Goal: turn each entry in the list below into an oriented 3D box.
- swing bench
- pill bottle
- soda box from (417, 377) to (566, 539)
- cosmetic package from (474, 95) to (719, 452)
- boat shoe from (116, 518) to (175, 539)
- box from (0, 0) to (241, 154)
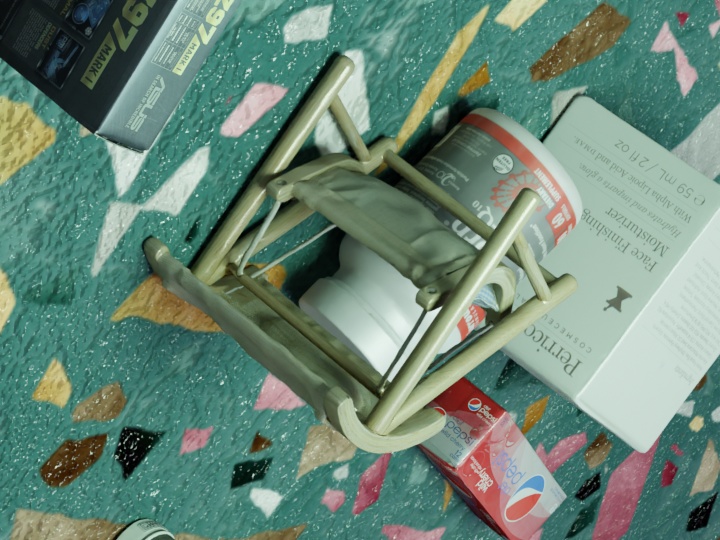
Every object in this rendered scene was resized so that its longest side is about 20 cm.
[{"bbox_3d":[0.000,0.000,1.542,0.200,0.199,0.130,-45,147,-9],"label":"swing bench"},{"bbox_3d":[0.057,-0.013,1.678,0.200,0.116,0.116,-45,147,-11],"label":"pill bottle"},{"bbox_3d":[0.110,0.165,1.968,0.070,0.063,0.200,-48,148,-6],"label":"soda box"},{"bbox_3d":[0.199,0.005,1.828,0.200,0.165,0.165,-53,147,0],"label":"cosmetic package"},{"bbox_3d":[-0.183,0.284,1.716,0.071,0.064,0.201,0,121,-51],"label":"boat shoe"},{"bbox_3d":[-0.125,-0.187,1.242,0.051,0.158,0.201,19,105,-56],"label":"box"}]
